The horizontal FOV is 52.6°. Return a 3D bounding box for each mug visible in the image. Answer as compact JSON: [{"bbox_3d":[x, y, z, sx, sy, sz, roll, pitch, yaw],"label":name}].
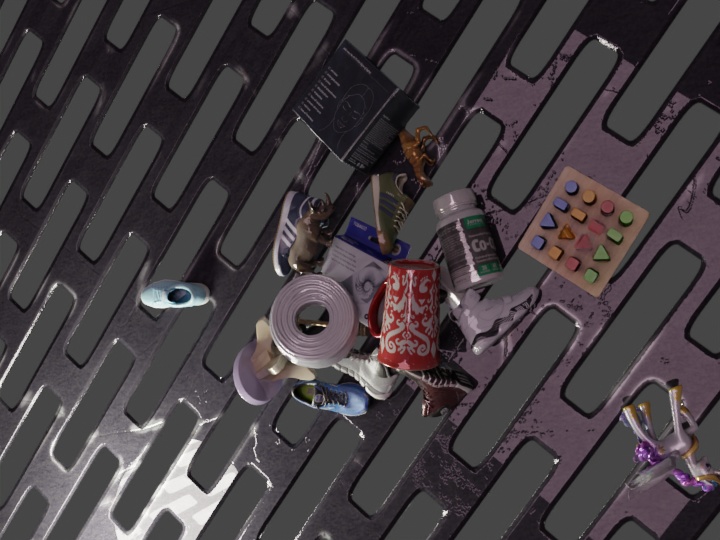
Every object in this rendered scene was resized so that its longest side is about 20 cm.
[{"bbox_3d":[0.085,0.083,1.496,0.174,0.133,0.205,7,103,18],"label":"mug"}]

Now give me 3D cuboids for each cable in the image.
[{"bbox_3d":[-0.100,0.109,1.593,0.197,0.069,0.203,24,73,12],"label":"cable"}]

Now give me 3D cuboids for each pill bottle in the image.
[{"bbox_3d":[0.226,-0.063,1.557,0.111,0.113,0.204,-20,80,18],"label":"pill bottle"}]

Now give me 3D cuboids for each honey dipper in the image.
[{"bbox_3d":[-0.072,0.129,1.710,0.196,0.038,0.039,3,90,23],"label":"honey dipper"}]

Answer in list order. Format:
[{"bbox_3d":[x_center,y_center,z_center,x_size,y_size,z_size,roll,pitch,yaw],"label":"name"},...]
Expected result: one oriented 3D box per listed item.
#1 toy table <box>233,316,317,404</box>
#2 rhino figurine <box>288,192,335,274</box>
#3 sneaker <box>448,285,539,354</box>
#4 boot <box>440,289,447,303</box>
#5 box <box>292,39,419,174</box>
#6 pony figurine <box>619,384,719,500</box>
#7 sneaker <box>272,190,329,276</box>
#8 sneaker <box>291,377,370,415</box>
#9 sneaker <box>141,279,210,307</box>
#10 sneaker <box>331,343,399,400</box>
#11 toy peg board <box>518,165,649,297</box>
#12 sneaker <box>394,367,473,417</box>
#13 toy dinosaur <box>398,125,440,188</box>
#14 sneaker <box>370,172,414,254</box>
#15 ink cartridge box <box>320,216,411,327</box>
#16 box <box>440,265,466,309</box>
[{"bbox_3d":[-0.199,0.206,1.665,0.117,0.201,0.184,-37,113,23],"label":"toy table"},{"bbox_3d":[-0.106,-0.081,1.652,0.086,0.060,0.204,13,111,-13],"label":"rhino figurine"},{"bbox_3d":[0.279,0.073,1.527,0.199,0.075,0.115,-40,77,-16],"label":"sneaker"},{"bbox_3d":[0.125,0.134,1.604,0.198,0.068,0.178,-12,84,49],"label":"boot"},{"bbox_3d":[-0.011,-0.363,1.628,0.197,0.123,0.200,-49,62,15],"label":"box"},{"bbox_3d":[0.589,0.353,1.416,0.190,0.167,0.203,-24,66,10],"label":"pony figurine"},{"bbox_3d":[-0.139,-0.081,1.717,0.106,0.070,0.205,10,90,22],"label":"sneaker"},{"bbox_3d":[-0.072,0.296,1.677,0.196,0.089,0.081,5,92,20],"label":"sneaker"},{"bbox_3d":[-0.481,0.057,1.835,0.196,0.082,0.076,-6,87,20],"label":"sneaker"},{"bbox_3d":[0.008,0.190,1.642,0.198,0.075,0.117,36,126,8],"label":"sneaker"},{"bbox_3d":[0.451,-0.083,1.485,0.197,0.098,0.202,33,100,17],"label":"toy peg board"},{"bbox_3d":[0.140,0.262,1.569,0.197,0.076,0.117,22,110,-22],"label":"sneaker"},{"bbox_3d":[0.115,-0.284,1.631,0.105,0.060,0.203,-32,79,18],"label":"toy dinosaur"},{"bbox_3d":[0.076,-0.136,1.616,0.088,0.067,0.204,-11,61,10],"label":"sneaker"},{"bbox_3d":[0.000,0.000,1.651,0.198,0.040,0.204,27,98,37],"label":"ink cartridge box"},{"bbox_3d":[0.230,0.077,1.589,0.200,0.041,0.039,46,140,14],"label":"box"}]
